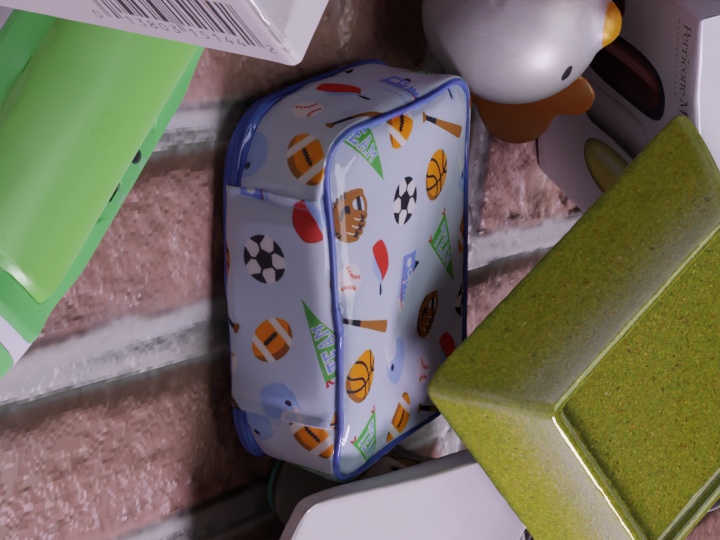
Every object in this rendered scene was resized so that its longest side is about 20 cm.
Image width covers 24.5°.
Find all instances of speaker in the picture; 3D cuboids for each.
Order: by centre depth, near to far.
[{"bbox_3d":[-0.117,-0.058,0.594,0.200,0.088,0.089,-63,149,-20],"label":"speaker"}]

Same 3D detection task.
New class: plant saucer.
[{"bbox_3d":[0.156,0.058,0.861,0.200,0.048,0.200,-46,128,-13],"label":"plant saucer"}]

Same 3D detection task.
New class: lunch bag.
[{"bbox_3d":[0.000,0.000,0.835,0.160,0.075,0.201,-32,129,-54],"label":"lunch bag"}]

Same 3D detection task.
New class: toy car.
[{"bbox_3d":[0.095,-0.150,0.831,0.185,0.176,0.201,-60,153,-45],"label":"toy car"}]

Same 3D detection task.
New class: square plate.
[{"bbox_3d":[0.008,0.168,0.883,0.200,0.028,0.199,-10,134,-43],"label":"square plate"}]

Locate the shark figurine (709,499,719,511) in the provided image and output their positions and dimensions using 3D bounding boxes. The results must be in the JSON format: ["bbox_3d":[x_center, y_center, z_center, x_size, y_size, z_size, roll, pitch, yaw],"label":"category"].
[{"bbox_3d":[0.257,0.152,1.337,0.128,0.089,0.215,-9,113,-60],"label":"shark figurine"}]

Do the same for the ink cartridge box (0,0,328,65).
[{"bbox_3d":[-0.124,-0.128,0.430,0.045,0.199,0.176,-67,150,-14],"label":"ink cartridge box"}]

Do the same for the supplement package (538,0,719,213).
[{"bbox_3d":[0.208,-0.113,0.967,0.147,0.200,0.192,-16,123,-15],"label":"supplement package"}]

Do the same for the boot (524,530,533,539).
[{"bbox_3d":[0.184,0.129,1.196,0.200,0.065,0.165,-27,110,-56],"label":"boot"}]

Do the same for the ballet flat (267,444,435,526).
[{"bbox_3d":[0.023,0.128,0.942,0.200,0.064,0.068,21,85,-60],"label":"ballet flat"}]
